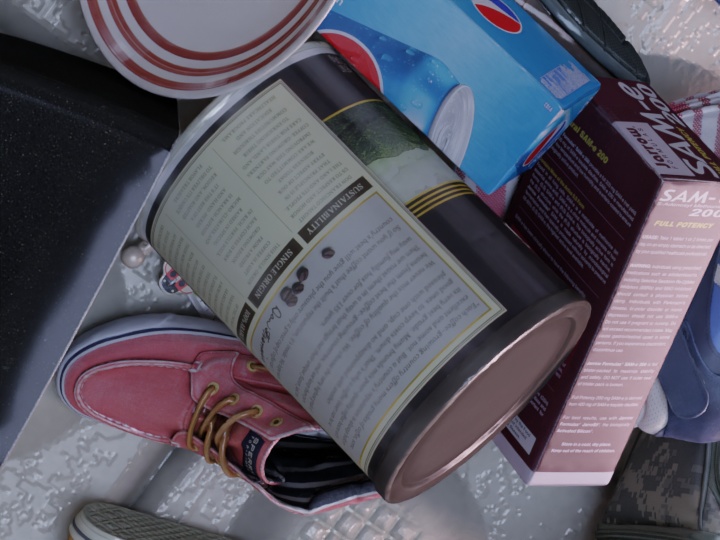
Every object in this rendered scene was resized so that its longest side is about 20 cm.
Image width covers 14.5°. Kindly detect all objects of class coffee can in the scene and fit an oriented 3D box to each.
[{"bbox_3d":[0.000,0.000,1.478,0.146,0.146,0.200,-44,75,-1],"label":"coffee can"}]

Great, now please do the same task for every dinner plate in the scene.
[{"bbox_3d":[-0.068,-0.184,1.464,0.024,0.200,0.201,20,100,-52],"label":"dinner plate"}]

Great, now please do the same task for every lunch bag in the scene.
[{"bbox_3d":[0.242,0.163,1.672,0.200,0.139,0.168,23,76,-22],"label":"lunch bag"}]

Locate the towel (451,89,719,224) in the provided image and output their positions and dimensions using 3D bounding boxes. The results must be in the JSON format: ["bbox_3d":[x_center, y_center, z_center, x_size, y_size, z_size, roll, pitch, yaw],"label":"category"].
[{"bbox_3d":[0.140,-0.028,1.617,0.199,0.030,0.147,-12,127,-17],"label":"towel"}]

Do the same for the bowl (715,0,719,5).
[{"bbox_3d":[0.263,-0.232,1.614,0.200,0.039,0.201,-4,106,-15],"label":"bowl"}]

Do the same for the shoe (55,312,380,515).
[{"bbox_3d":[-0.069,0.079,1.559,0.199,0.091,0.072,6,117,-6],"label":"shoe"}]

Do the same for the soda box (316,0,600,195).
[{"bbox_3d":[0.027,-0.136,1.495,0.200,0.064,0.068,44,118,8],"label":"soda box"}]

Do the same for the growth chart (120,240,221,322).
[{"bbox_3d":[-0.023,0.016,1.613,0.145,0.018,0.200,-40,113,-3],"label":"growth chart"}]

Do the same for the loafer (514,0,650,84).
[{"bbox_3d":[0.075,-0.153,1.574,0.200,0.072,0.063,40,111,-22],"label":"loafer"}]

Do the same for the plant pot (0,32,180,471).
[{"bbox_3d":[-0.216,-0.036,1.459,0.177,0.200,0.200,28,96,-7],"label":"plant pot"}]

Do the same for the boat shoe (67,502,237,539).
[{"bbox_3d":[-0.079,0.192,1.618,0.199,0.075,0.062,20,104,-15],"label":"boat shoe"}]

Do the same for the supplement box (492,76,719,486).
[{"bbox_3d":[0.123,0.007,1.543,0.061,0.109,0.200,2,124,-32],"label":"supplement box"}]

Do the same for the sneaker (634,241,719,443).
[{"bbox_3d":[0.191,-0.004,1.589,0.146,0.081,0.201,4,85,16],"label":"sneaker"}]
